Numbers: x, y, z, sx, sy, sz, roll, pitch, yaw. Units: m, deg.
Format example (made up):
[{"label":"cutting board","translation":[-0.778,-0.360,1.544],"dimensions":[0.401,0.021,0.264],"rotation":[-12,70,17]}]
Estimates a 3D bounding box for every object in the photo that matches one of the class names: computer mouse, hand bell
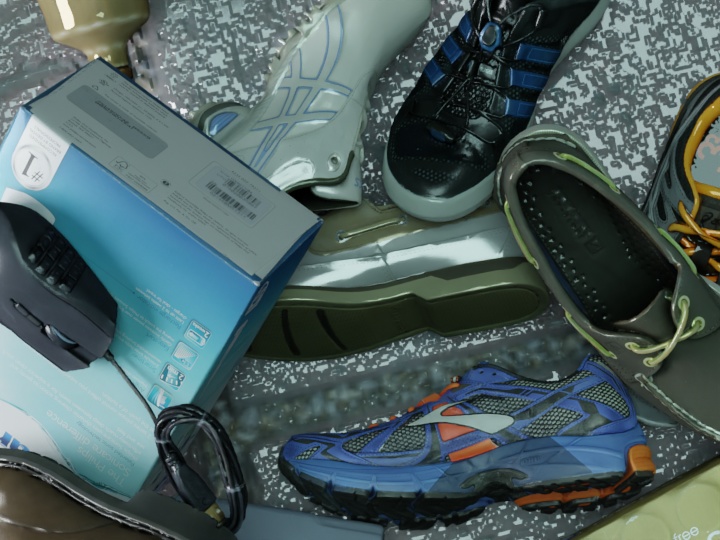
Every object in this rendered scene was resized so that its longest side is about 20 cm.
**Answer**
[{"label":"computer mouse","translation":[-0.124,0.051,0.972],"dimensions":[0.059,0.034,0.200],"rotation":[-38,95,31]},{"label":"hand bell","translation":[-0.134,-0.098,1.110],"dimensions":[0.103,0.104,0.202],"rotation":[-13,95,-1]}]

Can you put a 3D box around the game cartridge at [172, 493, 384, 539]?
[{"label":"game cartridge","translation":[-0.061,0.192,1.018],"dimensions":[0.132,0.201,0.041],"rotation":[5,127,3]}]

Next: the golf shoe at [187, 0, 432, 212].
[{"label":"golf shoe","translation":[-0.020,-0.076,1.083],"dimensions":[0.200,0.078,0.097],"rotation":[-43,71,-11]}]

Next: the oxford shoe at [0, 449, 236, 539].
[{"label":"oxford shoe","translation":[-0.159,0.141,0.985],"dimensions":[0.198,0.073,0.085],"rotation":[10,43,29]}]

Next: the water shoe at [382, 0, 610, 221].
[{"label":"water shoe","translation":[0.068,-0.119,1.077],"dimensions":[0.071,0.079,0.201],"rotation":[22,63,22]}]

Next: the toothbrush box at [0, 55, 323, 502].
[{"label":"toothbrush box","translation":[-0.133,0.020,1.031],"dimensions":[0.146,0.085,0.201],"rotation":[35,121,6]}]

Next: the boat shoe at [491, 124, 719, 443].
[{"label":"boat shoe","translation":[0.140,0.015,1.032],"dimensions":[0.072,0.060,0.202],"rotation":[-39,95,14]}]

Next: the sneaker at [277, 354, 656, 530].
[{"label":"sneaker","translation":[0.054,0.090,1.082],"dimensions":[0.198,0.075,0.079],"rotation":[-5,66,2]}]

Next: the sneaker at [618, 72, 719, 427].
[{"label":"sneaker","translation":[0.178,-0.016,1.086],"dimensions":[0.077,0.077,0.202],"rotation":[14,86,0]}]

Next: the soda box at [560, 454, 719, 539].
[{"label":"soda box","translation":[0.139,0.163,1.069],"dimensions":[0.199,0.064,0.068],"rotation":[-28,83,-3]}]

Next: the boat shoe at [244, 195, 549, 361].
[{"label":"boat shoe","translation":[0.000,0.000,1.095],"dimensions":[0.198,0.075,0.069],"rotation":[-6,63,2]}]
